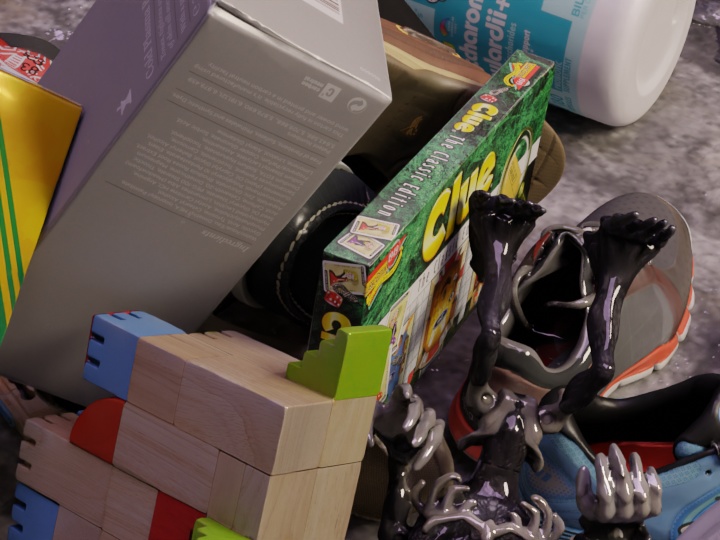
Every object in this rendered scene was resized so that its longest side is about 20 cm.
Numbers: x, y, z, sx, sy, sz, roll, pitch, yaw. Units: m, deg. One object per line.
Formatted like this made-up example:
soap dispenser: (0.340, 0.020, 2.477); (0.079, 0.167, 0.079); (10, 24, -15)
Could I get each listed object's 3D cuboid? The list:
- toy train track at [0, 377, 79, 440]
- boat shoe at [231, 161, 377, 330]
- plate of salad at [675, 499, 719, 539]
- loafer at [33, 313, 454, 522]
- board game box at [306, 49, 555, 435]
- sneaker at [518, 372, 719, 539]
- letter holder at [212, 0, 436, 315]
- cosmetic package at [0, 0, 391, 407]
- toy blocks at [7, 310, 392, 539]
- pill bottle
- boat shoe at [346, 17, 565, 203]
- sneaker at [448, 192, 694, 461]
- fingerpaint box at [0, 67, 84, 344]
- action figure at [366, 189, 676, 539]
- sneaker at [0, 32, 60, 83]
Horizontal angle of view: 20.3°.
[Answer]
toy train track: (-0.178, 0.023, 0.938); (0.114, 0.033, 0.200); (-21, 46, -27)
boat shoe: (0.000, 0.000, 0.878); (0.060, 0.076, 0.200); (33, 6, 15)
plate of salad: (0.152, 0.154, 0.714); (0.048, 0.200, 0.200); (35, 31, -25)
loafer: (-0.056, 0.065, 0.867); (0.199, 0.076, 0.068); (21, 51, 20)
board game box: (0.029, -0.007, 0.824); (0.023, 0.105, 0.200); (18, 34, 18)
sneaker: (0.159, 0.090, 0.835); (0.199, 0.090, 0.079); (5, 38, 2)
letter holder: (-0.058, -0.047, 0.989); (0.101, 0.142, 0.200); (51, 45, 1)
cosmetic package: (-0.078, -0.048, 0.782); (0.090, 0.200, 0.107); (26, 34, -29)
toy blocks: (-0.075, 0.096, 0.756); (0.136, 0.201, 0.100); (23, 16, 37)
pill bottle: (0.079, -0.162, 1.122); (0.199, 0.111, 0.111); (22, 43, 22)
boat shoe: (0.020, -0.079, 0.914); (0.200, 0.072, 0.068); (22, 32, -45)
sneaker: (0.109, 0.010, 0.935); (0.077, 0.082, 0.200); (19, 42, 19)
fingerpaint box: (-0.204, 0.001, 0.796); (0.073, 0.168, 0.200); (23, -10, -32)
action figure: (0.055, 0.070, 0.772); (0.118, 0.102, 0.201); (13, 81, 4)
sneaker: (-0.248, -0.081, 1.027); (0.200, 0.068, 0.108); (2, 31, -7)
